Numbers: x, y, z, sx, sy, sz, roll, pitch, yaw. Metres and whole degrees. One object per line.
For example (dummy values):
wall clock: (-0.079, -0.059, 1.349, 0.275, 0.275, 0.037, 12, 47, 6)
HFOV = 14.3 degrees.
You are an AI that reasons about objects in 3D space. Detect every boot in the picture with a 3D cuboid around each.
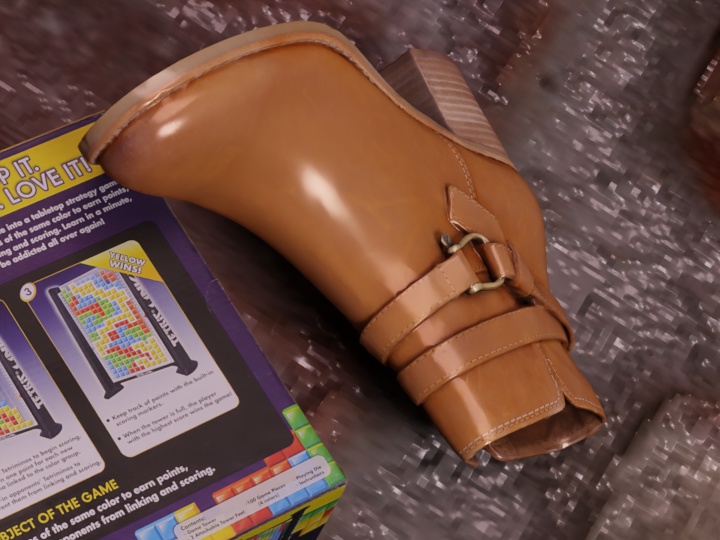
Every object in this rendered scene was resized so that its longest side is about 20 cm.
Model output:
boot: (0.000, 0.000, 1.003, 0.200, 0.077, 0.156, 2, 60, -55)

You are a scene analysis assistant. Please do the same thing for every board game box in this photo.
board game box: (-0.132, 0.056, 0.964, 0.199, 0.057, 0.166, -23, 68, -28)
